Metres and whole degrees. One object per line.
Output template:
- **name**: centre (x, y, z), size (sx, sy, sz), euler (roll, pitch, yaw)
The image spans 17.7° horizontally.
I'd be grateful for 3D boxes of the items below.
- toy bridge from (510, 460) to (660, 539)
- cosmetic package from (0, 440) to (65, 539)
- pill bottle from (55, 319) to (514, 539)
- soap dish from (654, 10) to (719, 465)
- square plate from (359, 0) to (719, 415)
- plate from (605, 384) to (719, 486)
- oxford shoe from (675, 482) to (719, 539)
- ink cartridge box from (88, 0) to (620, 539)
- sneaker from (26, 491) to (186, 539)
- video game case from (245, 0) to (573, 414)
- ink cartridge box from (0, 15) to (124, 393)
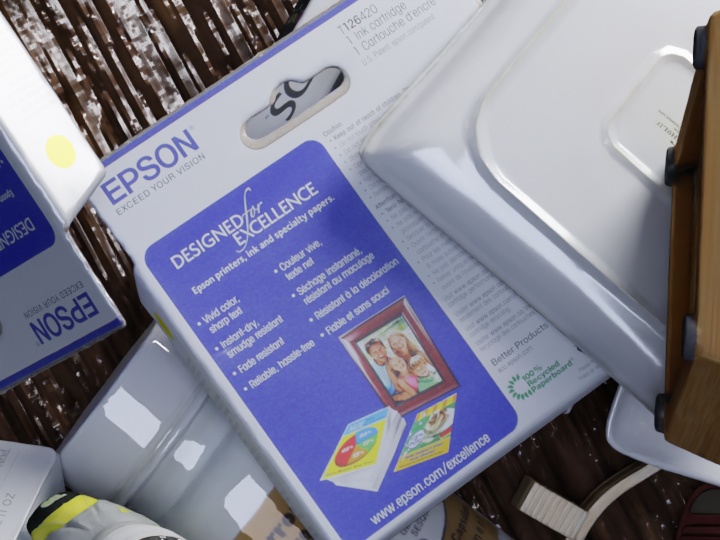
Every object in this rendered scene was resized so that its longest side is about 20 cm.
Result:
- **toy bridge**: centre (0.146, 0.046, 1.096), size (0.067, 0.027, 0.200), euler (29, 90, -7)
- **cosmetic package**: centre (-0.236, 0.119, 1.001), size (0.200, 0.102, 0.074), euler (8, 130, 9)
- **pill bottle**: centre (-0.035, 0.113, 1.043), size (0.200, 0.114, 0.114), euler (37, 90, -5)
- **soap dish**: centre (0.160, -0.009, 0.885), size (0.081, 0.200, 0.158), euler (4, 76, 4)
- **square plate**: centre (0.133, -0.058, 1.000), size (0.200, 0.028, 0.198), euler (41, 70, -4)
- **plate**: centre (0.226, 0.016, 1.081), size (0.200, 0.032, 0.200), euler (20, 89, -18)
- **oxford shoe**: centre (0.196, 0.195, 1.100), size (0.075, 0.070, 0.200), euler (-9, 93, -30)
- **ink cartridge box**: centre (0.012, -0.007, 0.998), size (0.198, 0.047, 0.200), euler (-34, 85, -15)
- **sneaker**: centre (-0.089, 0.166, 1.003), size (0.075, 0.076, 0.200), euler (-34, 138, -24)
- **video game case**: centre (0.050, -0.060, 1.058), size (0.200, 0.036, 0.181), euler (31, 82, -12)
- **ink cartridge box**: centre (-0.194, -0.041, 0.986), size (0.047, 0.198, 0.200), euler (-40, 100, -42)
